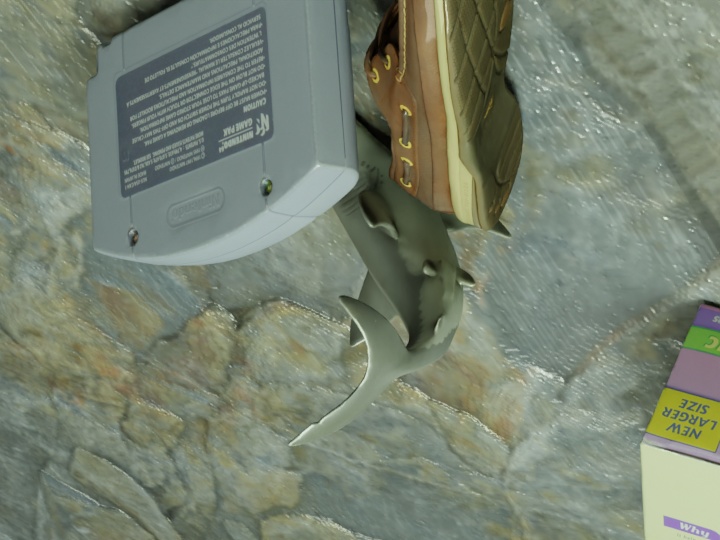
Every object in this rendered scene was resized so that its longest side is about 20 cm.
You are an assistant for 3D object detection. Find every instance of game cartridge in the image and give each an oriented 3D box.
[{"bbox_3d":[-0.072,-0.073,1.030,0.041,0.133,0.200,10,163,-38],"label":"game cartridge"}]

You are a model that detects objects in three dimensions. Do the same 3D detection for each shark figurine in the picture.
[{"bbox_3d":[0.012,0.017,1.037,0.128,0.215,0.090,25,123,-25],"label":"shark figurine"}]

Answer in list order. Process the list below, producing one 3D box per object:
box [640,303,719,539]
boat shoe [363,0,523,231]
[{"bbox_3d":[0.249,0.134,1.091,0.176,0.097,0.200,15,146,21],"label":"box"},{"bbox_3d":[0.033,-0.095,0.967,0.067,0.072,0.200,15,147,18],"label":"boat shoe"}]
